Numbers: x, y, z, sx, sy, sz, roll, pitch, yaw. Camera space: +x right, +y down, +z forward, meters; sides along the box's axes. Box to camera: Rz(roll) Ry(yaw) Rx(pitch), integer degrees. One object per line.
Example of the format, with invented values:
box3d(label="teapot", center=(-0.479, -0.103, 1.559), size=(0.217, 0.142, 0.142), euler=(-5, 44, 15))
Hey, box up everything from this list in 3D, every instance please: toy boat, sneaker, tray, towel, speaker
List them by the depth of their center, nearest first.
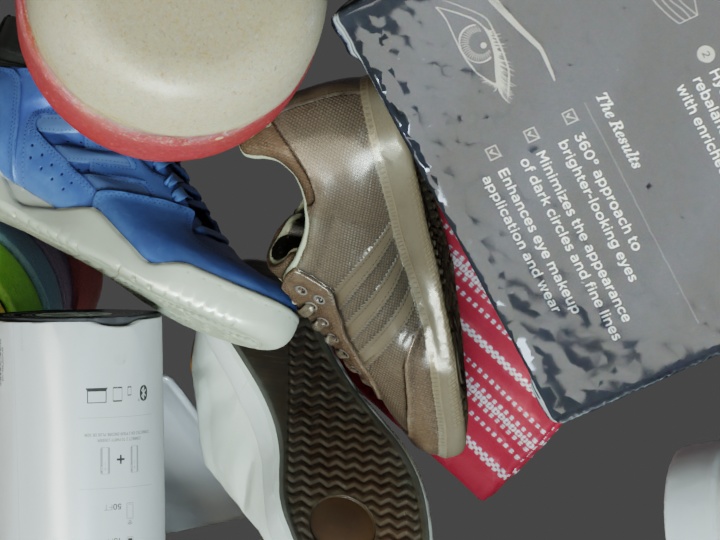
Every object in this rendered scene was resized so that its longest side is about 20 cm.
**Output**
box3d(label="toy boat", center=(-0.085, -0.134, 1.269), size=(0.130, 0.200, 0.131), euler=(6, 152, -10))
box3d(label="sneaker", center=(0.000, 0.000, 1.307), size=(0.075, 0.071, 0.200), euler=(-8, 125, 7))
box3d(label="speaker", center=(-0.126, 0.119, 1.325), size=(0.081, 0.081, 0.201), euler=(0, 93, 21))
box3d(label="sneaker", center=(-0.096, -0.050, 1.335), size=(0.200, 0.077, 0.111), euler=(27, 81, 22))
box3d(label="sneaker", center=(-0.024, 0.096, 1.351), size=(0.085, 0.073, 0.200), euler=(113, 142, -49))
box3d(label="towel", center=(0.062, -0.002, 1.357), size=(0.145, 0.022, 0.200), euler=(42, 120, 0))
box3d(label="tray", center=(-0.152, 0.098, 1.470), size=(0.200, 0.022, 0.107), euler=(-14, 131, 26))

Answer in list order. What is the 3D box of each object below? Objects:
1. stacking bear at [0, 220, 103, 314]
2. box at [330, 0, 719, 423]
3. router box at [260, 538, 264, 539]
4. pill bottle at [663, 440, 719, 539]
box3d(label="stacking bear", center=(-0.206, 0.034, 1.369), size=(0.114, 0.200, 0.122), euler=(-25, 104, 29))
box3d(label="box", center=(0.130, -0.074, 1.226), size=(0.200, 0.117, 0.197), euler=(-24, 100, 24))
box3d(label="router box", center=(0.030, 0.172, 1.375), size=(0.199, 0.149, 0.051), euler=(8, 101, 17))
box3d(label="pill bottle", center=(0.239, 0.105, 1.290), size=(0.200, 0.112, 0.112), euler=(-9, 111, 25))
